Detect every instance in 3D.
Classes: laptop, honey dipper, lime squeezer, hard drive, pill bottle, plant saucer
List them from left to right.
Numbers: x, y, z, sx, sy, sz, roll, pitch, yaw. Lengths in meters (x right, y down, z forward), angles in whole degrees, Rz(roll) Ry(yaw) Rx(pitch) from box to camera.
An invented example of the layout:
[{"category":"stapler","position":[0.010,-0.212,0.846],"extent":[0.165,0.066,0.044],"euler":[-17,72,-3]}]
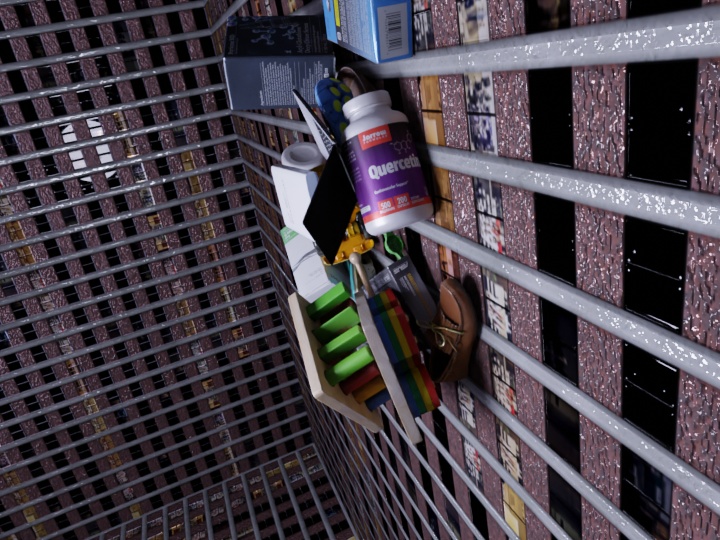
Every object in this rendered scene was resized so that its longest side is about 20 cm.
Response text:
[{"category":"hard drive","position":[-0.119,-0.133,1.029],"extent":[0.199,0.026,0.134],"euler":[30,135,60]},{"category":"pill bottle","position":[-0.139,-0.215,1.354],"extent":[0.202,0.111,0.114],"euler":[90,156,-46]},{"category":"laptop","position":[-0.075,-0.147,0.869],"extent":[0.201,0.115,0.188],"euler":[54,177,21]},{"category":"plant saucer","position":[0.003,-0.268,0.965],"extent":[0.200,0.034,0.204],"euler":[162,91,-73]},{"category":"honey dipper","position":[0.029,0.059,0.972],"extent":[0.203,0.037,0.038],"euler":[67,164,-2]},{"category":"pill bottle","position":[0.036,-0.164,0.816],"extent":[0.112,0.110,0.204],"euler":[169,83,-74]},{"category":"lime squeezer","position":[0.065,-0.068,0.953],"extent":[0.071,0.037,0.204],"euler":[-150,46,-67]}]

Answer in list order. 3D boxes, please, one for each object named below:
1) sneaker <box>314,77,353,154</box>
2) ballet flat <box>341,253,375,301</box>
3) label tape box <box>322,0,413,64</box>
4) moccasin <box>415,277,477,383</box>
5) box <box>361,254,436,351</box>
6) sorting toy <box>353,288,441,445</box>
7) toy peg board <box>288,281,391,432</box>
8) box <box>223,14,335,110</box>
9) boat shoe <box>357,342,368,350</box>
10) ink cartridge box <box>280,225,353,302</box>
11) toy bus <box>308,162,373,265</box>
[{"category":"sneaker","position":[-0.034,-0.245,0.927],"extent":[0.203,0.070,0.083],"euler":[67,157,9]},{"category":"ballet flat","position":[0.000,0.000,1.156],"extent":[0.201,0.069,0.072],"euler":[-111,11,-61]},{"category":"label tape box","position":[0.004,-0.401,0.770],"extent":[0.201,0.062,0.146],"euler":[-127,25,-51]},{"category":"moccasin","position":[0.132,0.099,0.820],"extent":[0.204,0.076,0.074],"euler":[89,156,-44]},{"category":"box","position":[0.079,0.072,0.979],"extent":[0.160,0.048,0.200],"euler":[60,163,4]},{"category":"sorting toy","position":[0.063,0.137,0.855],"extent":[0.200,0.068,0.202],"euler":[-112,0,-78]},{"category":"toy peg board","position":[-0.010,0.136,0.889],"extent":[0.199,0.097,0.202],"euler":[45,-162,-46]},{"category":"box","position":[-0.149,-0.392,0.992],"extent":[0.108,0.195,0.151],"euler":[93,171,-51]},{"category":"boat shoe","position":[0.024,0.183,1.161],"extent":[0.199,0.071,0.067],"euler":[16,-129,-56]},{"category":"ink cartridge box","position":[-0.094,-0.009,1.218],"extent":[0.146,0.083,0.202],"euler":[39,-155,-53]},{"category":"toy bus","position":[-0.057,-0.119,1.173],"extent":[0.192,0.133,0.204],"euler":[151,99,-87]}]
